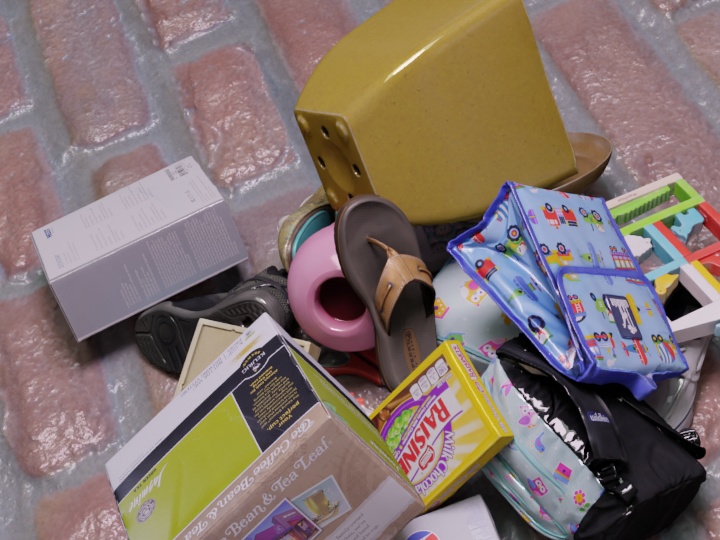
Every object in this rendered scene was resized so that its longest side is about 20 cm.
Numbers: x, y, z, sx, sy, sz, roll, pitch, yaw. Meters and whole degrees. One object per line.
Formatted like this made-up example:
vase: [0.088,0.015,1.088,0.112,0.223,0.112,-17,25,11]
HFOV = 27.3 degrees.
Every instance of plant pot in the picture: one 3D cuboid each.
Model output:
plant pot: [0.055,-0.143,1.436,0.199,0.197,0.194,-32,23,-21]
plant pot: [0.161,-0.092,1.511,0.198,0.028,0.200,-15,19,5]

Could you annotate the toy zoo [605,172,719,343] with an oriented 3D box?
toy zoo: [0.301,-0.005,1.389,0.130,0.021,0.200,-22,49,-17]

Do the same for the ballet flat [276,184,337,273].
ballet flat: [-0.049,-0.048,1.559,0.070,0.071,0.200,11,32,24]

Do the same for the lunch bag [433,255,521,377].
lunch bag: [0.154,0.037,1.439,0.160,0.077,0.200,25,59,31]

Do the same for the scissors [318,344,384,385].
scissors: [0.033,0.102,1.456,0.199,0.014,0.073,25,57,34]

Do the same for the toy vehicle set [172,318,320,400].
toy vehicle set: [-0.124,0.153,1.390,0.123,0.027,0.202,11,76,24]

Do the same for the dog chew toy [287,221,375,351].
dog chew toy: [0.000,0.000,1.472,0.123,0.126,0.200,-3,18,13]

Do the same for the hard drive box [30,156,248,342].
hard drive box: [-0.238,-0.027,1.578,0.199,0.077,0.156,-25,27,-9]

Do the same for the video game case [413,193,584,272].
video game case: [0.125,-0.091,1.602,0.198,0.024,0.183,-19,46,-2]

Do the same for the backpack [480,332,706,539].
backpack: [0.178,0.147,1.274,0.200,0.127,0.166,43,26,27]

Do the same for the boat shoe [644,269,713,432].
boat shoe: [0.283,0.077,1.373,0.073,0.066,0.201,8,51,21]

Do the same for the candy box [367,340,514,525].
candy box: [0.041,0.162,1.292,0.200,0.026,0.103,-47,60,28]

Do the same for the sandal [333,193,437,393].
sandal: [0.035,0.026,1.350,0.081,0.202,0.054,-19,11,-27]

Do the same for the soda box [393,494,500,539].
soda box: [0.026,0.267,1.269,0.198,0.069,0.064,-20,45,-3]

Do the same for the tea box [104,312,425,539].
tea box: [-0.085,0.179,1.233,0.200,0.134,0.197,-43,29,3]

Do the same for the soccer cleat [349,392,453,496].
soccer cleat: [0.008,0.162,1.377,0.199,0.078,0.069,6,11,38]

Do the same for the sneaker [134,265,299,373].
sneaker: [-0.135,0.050,1.517,0.198,0.077,0.114,-15,5,35]

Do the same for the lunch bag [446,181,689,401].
lunch bag: [0.192,0.031,1.295,0.094,0.150,0.201,-47,58,29]
